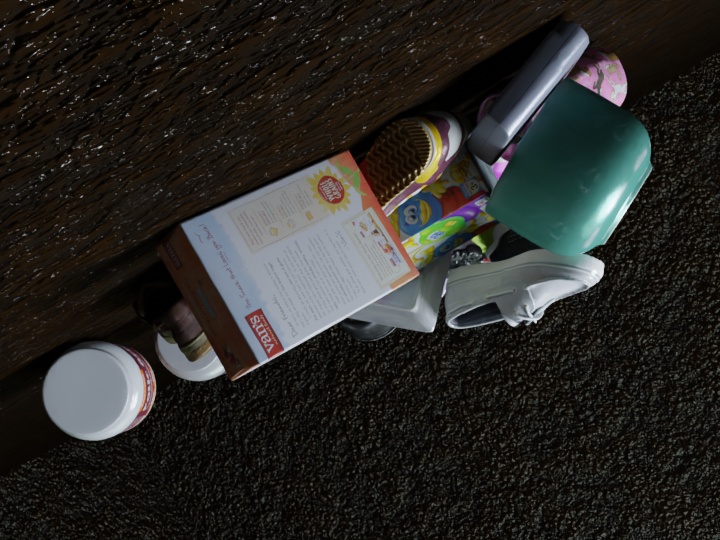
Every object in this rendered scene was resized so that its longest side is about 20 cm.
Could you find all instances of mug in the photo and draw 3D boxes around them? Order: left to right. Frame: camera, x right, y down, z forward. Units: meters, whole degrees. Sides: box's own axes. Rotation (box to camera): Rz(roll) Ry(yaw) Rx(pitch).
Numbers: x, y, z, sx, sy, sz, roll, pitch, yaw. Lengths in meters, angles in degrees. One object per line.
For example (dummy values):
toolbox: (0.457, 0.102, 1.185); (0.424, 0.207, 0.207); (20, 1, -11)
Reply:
mug: (0.212, -0.098, 1.165); (0.185, 0.114, 0.152); (-47, 166, -50)

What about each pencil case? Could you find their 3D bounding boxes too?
pencil case: (0.214, -0.187, 1.350); (0.083, 0.087, 0.200); (10, -153, 42)

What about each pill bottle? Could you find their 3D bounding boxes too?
pill bottle: (-0.305, 0.139, 1.414); (0.114, 0.114, 0.200); (-30, 178, -5)
pill bottle: (-0.204, 0.085, 1.561); (0.111, 0.111, 0.200); (-30, 178, 0)

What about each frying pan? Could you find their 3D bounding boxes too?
frying pan: (-0.019, 0.010, 1.407); (0.031, 0.190, 0.115); (13, 100, -52)

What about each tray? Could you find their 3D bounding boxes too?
tray: (0.000, 0.000, 1.353); (0.200, 0.107, 0.022); (10, 170, 27)

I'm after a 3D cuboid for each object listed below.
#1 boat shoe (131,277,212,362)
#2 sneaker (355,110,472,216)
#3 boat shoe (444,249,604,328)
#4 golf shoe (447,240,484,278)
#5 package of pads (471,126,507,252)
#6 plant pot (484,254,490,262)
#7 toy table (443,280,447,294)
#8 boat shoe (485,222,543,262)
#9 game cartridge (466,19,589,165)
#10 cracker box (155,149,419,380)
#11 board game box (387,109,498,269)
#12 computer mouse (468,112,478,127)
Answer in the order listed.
boat shoe: (-0.191, 0.034, 1.224); (0.072, 0.072, 0.200); (-47, -160, -3)
sneaker: (0.028, -0.089, 1.176); (0.090, 0.075, 0.200); (-21, 173, -44)
boat shoe: (0.162, 0.025, 1.250); (0.200, 0.069, 0.072); (-8, 154, 42)
golf shoe: (0.052, -0.040, 1.421); (0.200, 0.095, 0.078); (0, 163, 30)
package of pads: (0.211, -0.098, 1.437); (0.200, 0.068, 0.155); (-6, 131, -22)
plant pot: (0.214, -0.107, 1.615); (0.182, 0.201, 0.200); (-23, 173, -40)
toy table: (0.009, -0.015, 1.553); (0.184, 0.200, 0.117); (-63, -173, 4)
boat shoe: (0.183, -0.016, 1.353); (0.076, 0.060, 0.200); (-26, 167, 5)
game cartridge: (0.155, -0.162, 1.159); (0.133, 0.041, 0.200); (-47, 177, 1)
cracker box: (-0.060, -0.009, 1.056); (0.200, 0.134, 0.058); (-28, 177, -39)
board game box: (0.042, -0.063, 1.275); (0.200, 0.105, 0.103); (-31, 160, 15)
computer mouse: (0.090, -0.128, 1.444); (0.200, 0.046, 0.140); (-30, 178, -5)
